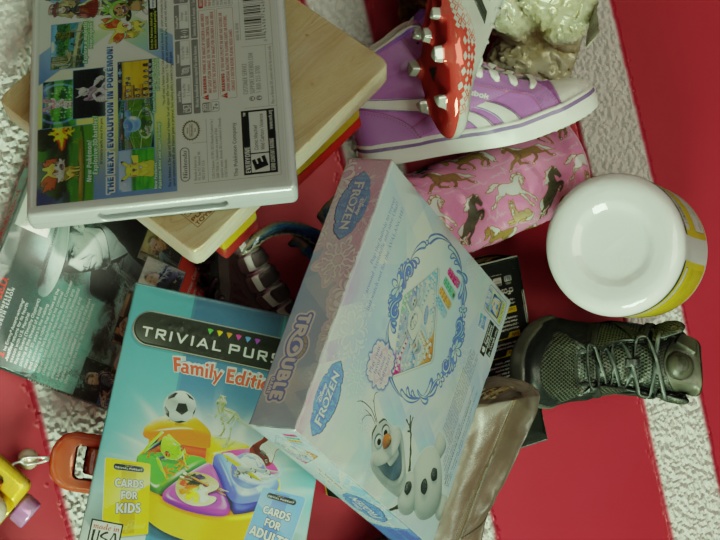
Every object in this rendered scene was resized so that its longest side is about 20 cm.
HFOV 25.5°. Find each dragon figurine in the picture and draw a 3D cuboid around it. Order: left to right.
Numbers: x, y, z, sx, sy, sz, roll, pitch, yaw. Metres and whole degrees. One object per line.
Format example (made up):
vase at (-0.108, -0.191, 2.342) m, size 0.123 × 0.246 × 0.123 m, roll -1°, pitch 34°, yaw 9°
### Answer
dragon figurine at (0.000, 0.000, 1.176) m, size 0.100 × 0.059 × 0.199 m, roll 53°, pitch 19°, yaw 19°

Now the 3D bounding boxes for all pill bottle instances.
pill bottle at (0.227, -0.017, 1.317) m, size 0.200 × 0.111 × 0.113 m, roll 6°, pitch 85°, yaw -70°

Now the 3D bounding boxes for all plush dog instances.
plush dog at (0.111, -0.258, 1.296) m, size 0.170 × 0.160 × 0.202 m, roll 11°, pitch 83°, yaw -4°

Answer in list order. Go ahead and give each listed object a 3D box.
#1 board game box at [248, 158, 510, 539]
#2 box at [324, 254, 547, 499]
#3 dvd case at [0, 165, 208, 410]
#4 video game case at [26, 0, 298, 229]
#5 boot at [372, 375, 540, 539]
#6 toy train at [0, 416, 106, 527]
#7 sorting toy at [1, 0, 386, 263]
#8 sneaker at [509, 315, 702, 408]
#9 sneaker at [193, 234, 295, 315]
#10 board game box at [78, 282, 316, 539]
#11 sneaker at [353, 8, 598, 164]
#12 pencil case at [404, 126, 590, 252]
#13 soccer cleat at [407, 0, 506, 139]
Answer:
board game box at (0.021, 0.060, 1.107) m, size 0.199 × 0.043 × 0.202 m, roll 47°, pitch 56°, yaw -48°
box at (0.052, 0.083, 1.299) m, size 0.198 × 0.049 × 0.162 m, roll -14°, pitch 99°, yaw -29°
dvd case at (-0.183, 0.028, 1.182) m, size 0.199 × 0.022 × 0.147 m, roll 24°, pitch 78°, yaw -28°
video game case at (-0.138, -0.126, 1.101) m, size 0.180 × 0.022 × 0.202 m, roll -6°, pitch 61°, yaw 1°
boot at (0.046, 0.172, 1.225) m, size 0.185 × 0.064 × 0.201 m, roll -14°, pitch 136°, yaw -41°
toy train at (-0.225, 0.193, 1.111) m, size 0.149 × 0.056 × 0.202 m, roll 14°, pitch 84°, yaw -5°
sorting toy at (-0.116, -0.116, 1.146) m, size 0.198 × 0.070 × 0.200 m, roll 36°, pitch 69°, yaw 22°
sneaker at (0.210, 0.074, 1.321) m, size 0.198 × 0.113 × 0.077 m, roll 1°, pitch 87°, yaw -49°
sneaker at (-0.106, 0.041, 1.176) m, size 0.115 × 0.076 × 0.201 m, roll -35°, pitch 96°, yaw -9°
board game box at (-0.103, 0.123, 1.092) m, size 0.149 × 0.047 × 0.202 m, roll 12°, pitch 69°, yaw -7°
sneaker at (0.087, -0.155, 1.264) m, size 0.198 × 0.073 × 0.116 m, roll -10°, pitch 103°, yaw -2°
pencil case at (0.095, -0.063, 1.306) m, size 0.198 × 0.083 × 0.087 m, roll -19°, pitch 95°, yaw -27°
soccer cleat at (0.083, -0.202, 1.213) m, size 0.084 × 0.069 × 0.203 m, roll -1°, pitch 85°, yaw -20°
